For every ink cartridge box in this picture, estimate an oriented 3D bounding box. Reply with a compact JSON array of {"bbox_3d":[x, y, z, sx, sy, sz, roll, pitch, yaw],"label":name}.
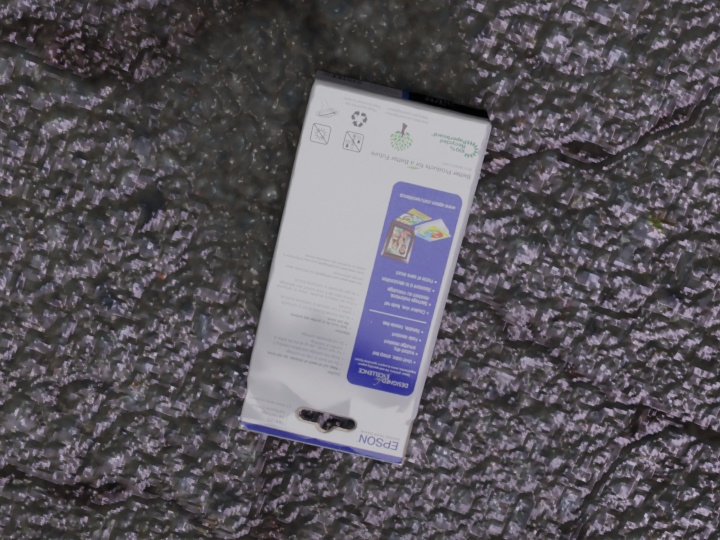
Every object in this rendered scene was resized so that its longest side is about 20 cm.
[{"bbox_3d":[0.000,0.000,0.849,0.099,0.039,0.201,14,105,-4],"label":"ink cartridge box"}]
